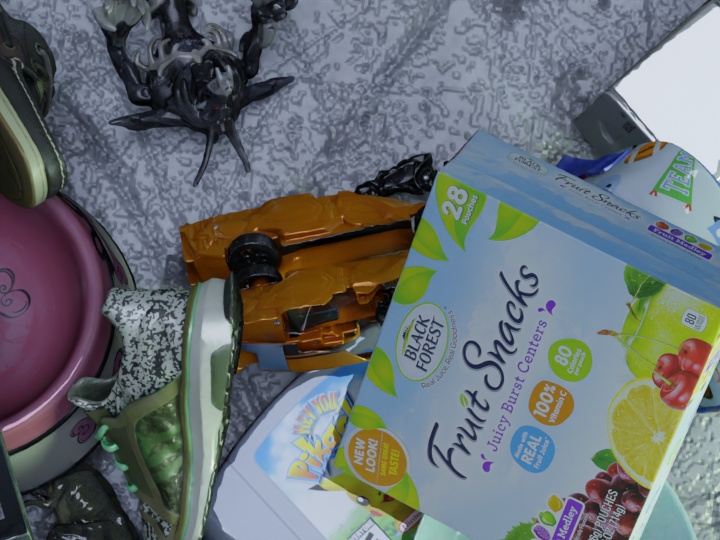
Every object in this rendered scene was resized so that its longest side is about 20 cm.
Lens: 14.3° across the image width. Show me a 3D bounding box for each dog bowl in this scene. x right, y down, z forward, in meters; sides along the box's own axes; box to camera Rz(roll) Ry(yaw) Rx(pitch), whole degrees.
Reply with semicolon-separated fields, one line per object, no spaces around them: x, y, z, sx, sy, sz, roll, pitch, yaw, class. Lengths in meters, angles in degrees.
-0.225;0.028;1.625;0.200;0.074;0.201;0;72;0;dog bowl

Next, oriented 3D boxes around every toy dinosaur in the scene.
-0.158;0.169;1.649;0.088;0.047;0.200;-38;90;-13;toy dinosaur

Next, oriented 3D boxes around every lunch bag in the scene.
0.165;0.003;1.607;0.076;0.200;0.160;-40;95;-13;lunch bag

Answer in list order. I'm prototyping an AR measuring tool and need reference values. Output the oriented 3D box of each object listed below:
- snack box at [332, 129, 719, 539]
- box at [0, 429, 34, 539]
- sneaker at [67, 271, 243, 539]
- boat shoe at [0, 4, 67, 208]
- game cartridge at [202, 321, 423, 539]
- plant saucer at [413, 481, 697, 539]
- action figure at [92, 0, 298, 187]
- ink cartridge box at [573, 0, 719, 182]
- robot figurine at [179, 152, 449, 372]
0.095;0.052;1.521;0.168;0.068;0.200;27;122;11;snack box
-0.271;0.092;1.516;0.160;0.044;0.200;-19;57;-7;box
-0.118;0.083;1.589;0.088;0.077;0.200;11;119;0;sneaker
-0.203;-0.113;1.623;0.066;0.072;0.201;-18;45;-22;boat shoe
0.005;0.114;1.667;0.200;0.040;0.133;-43;84;-6;game cartridge
0.105;0.187;1.640;0.201;0.039;0.201;3;84;-28;plant saucer
-0.103;-0.154;1.656;0.119;0.102;0.200;-17;84;-16;action figure
0.230;-0.126;1.647;0.200;0.145;0.084;-40;88;-6;ink cartridge box
0.000;0.000;1.644;0.200;0.058;0.145;-9;43;0;robot figurine
